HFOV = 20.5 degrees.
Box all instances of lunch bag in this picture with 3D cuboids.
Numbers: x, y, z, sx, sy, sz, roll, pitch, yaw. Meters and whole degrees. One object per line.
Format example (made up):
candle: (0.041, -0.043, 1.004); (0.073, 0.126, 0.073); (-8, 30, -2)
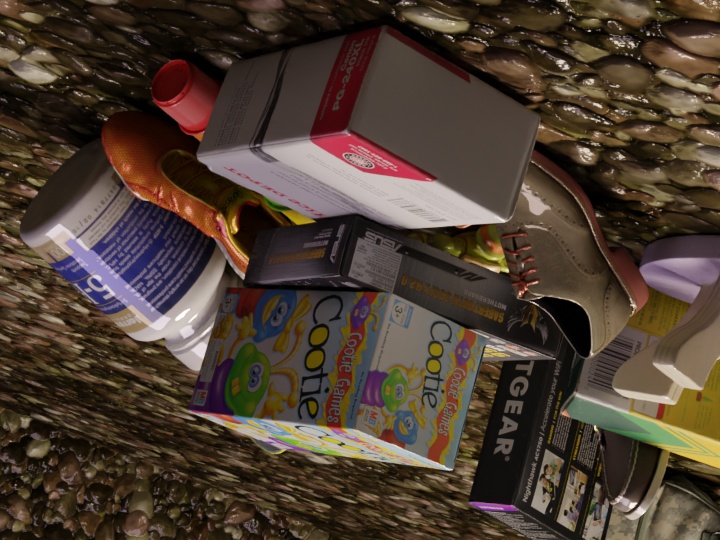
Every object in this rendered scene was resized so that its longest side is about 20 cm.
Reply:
lunch bag: (0.351, 0.316, 2.322); (0.167, 0.140, 0.200); (16, 166, 11)

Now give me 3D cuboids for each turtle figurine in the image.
turtle figurine: (0.081, -0.002, 1.633); (0.199, 0.065, 0.161); (11, 149, -16)

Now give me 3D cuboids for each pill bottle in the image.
pill bottle: (-0.188, -0.009, 1.734); (0.200, 0.120, 0.119); (44, 156, -21)

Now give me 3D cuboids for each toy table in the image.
toy table: (0.287, 0.051, 1.491); (0.183, 0.118, 0.199); (29, 163, -35)

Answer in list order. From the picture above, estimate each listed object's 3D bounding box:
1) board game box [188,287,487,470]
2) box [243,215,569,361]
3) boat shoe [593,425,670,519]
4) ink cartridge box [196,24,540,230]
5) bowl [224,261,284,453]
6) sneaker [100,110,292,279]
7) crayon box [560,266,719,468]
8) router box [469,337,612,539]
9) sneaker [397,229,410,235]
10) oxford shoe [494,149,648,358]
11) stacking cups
board game box: (-0.020, 0.078, 1.477); (0.103, 0.105, 0.199); (25, 164, -38)
box: (0.033, 0.018, 1.509); (0.199, 0.049, 0.158); (22, 166, -28)
boat shoe: (0.218, 0.110, 1.639); (0.059, 0.201, 0.072); (25, 143, -19)
ink cartridge box: (0.002, -0.092, 1.375); (0.145, 0.084, 0.200); (26, 165, -31)
bowl: (-0.075, 0.067, 1.950); (0.107, 0.201, 0.200); (-23, -179, -23)
sneaker: (-0.121, -0.066, 1.602); (0.200, 0.073, 0.077); (37, 159, -6)
crayon box: (0.271, 0.084, 1.593); (0.199, 0.128, 0.051); (19, 155, -2)
router box: (0.174, 0.130, 1.712); (0.051, 0.201, 0.149); (1, 157, 39)
sneaker: (0.000, 0.000, 1.725); (0.082, 0.075, 0.200); (19, 165, 0)
oxford shoe: (0.132, -0.019, 1.437); (0.200, 0.075, 0.070); (46, 156, -21)
stacking cups: (-0.089, -0.094, 1.523); (0.060, 0.061, 0.200); (5, 160, 41)
